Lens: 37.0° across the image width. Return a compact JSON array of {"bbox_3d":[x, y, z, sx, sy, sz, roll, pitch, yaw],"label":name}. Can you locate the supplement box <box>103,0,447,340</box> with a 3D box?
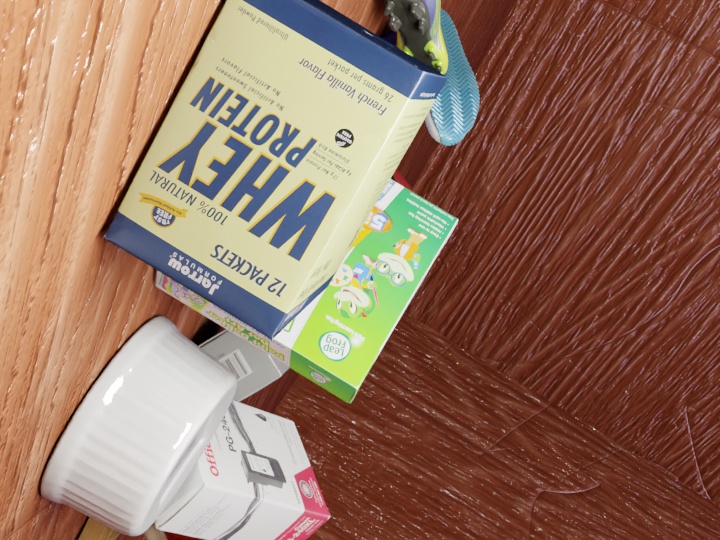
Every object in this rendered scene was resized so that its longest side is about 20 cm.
[{"bbox_3d":[-0.050,-0.086,0.773,0.200,0.134,0.200,-60,177,13],"label":"supplement box"}]

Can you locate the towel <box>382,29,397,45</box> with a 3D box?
[{"bbox_3d":[0.008,-0.217,1.293,0.200,0.049,0.148,-54,167,-53],"label":"towel"}]

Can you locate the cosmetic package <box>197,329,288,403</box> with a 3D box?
[{"bbox_3d":[-0.142,0.106,1.332,0.107,0.090,0.200,-32,-177,5],"label":"cosmetic package"}]

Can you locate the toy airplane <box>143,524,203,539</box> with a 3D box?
[{"bbox_3d":[-0.174,0.308,1.310,0.141,0.199,0.200,-26,148,-35],"label":"toy airplane"}]

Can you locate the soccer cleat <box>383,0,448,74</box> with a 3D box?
[{"bbox_3d":[0.069,-0.276,1.187,0.200,0.065,0.084,60,45,-70],"label":"soccer cleat"}]

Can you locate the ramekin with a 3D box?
[{"bbox_3d":[-0.201,0.152,1.014,0.201,0.098,0.200,-59,177,-6],"label":"ramekin"}]

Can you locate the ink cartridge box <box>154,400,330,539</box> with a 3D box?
[{"bbox_3d":[-0.146,0.223,1.199,0.083,0.145,0.200,-42,138,19],"label":"ink cartridge box"}]

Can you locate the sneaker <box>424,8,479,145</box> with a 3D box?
[{"bbox_3d":[0.095,-0.241,1.382,0.081,0.076,0.200,-48,-135,52],"label":"sneaker"}]

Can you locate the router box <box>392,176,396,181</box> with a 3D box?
[{"bbox_3d":[-0.001,-0.058,1.429,0.150,0.062,0.200,-60,-140,38],"label":"router box"}]

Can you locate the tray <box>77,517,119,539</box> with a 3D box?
[{"bbox_3d":[-0.280,0.253,1.312,0.200,0.037,0.099,-59,177,22],"label":"tray"}]

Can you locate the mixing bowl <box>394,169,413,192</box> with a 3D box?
[{"bbox_3d":[0.016,-0.080,1.634,0.200,0.108,0.200,-57,-164,26],"label":"mixing bowl"}]

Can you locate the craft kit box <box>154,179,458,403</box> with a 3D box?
[{"bbox_3d":[-0.044,-0.017,0.951,0.198,0.200,0.049,-58,177,-25],"label":"craft kit box"}]
